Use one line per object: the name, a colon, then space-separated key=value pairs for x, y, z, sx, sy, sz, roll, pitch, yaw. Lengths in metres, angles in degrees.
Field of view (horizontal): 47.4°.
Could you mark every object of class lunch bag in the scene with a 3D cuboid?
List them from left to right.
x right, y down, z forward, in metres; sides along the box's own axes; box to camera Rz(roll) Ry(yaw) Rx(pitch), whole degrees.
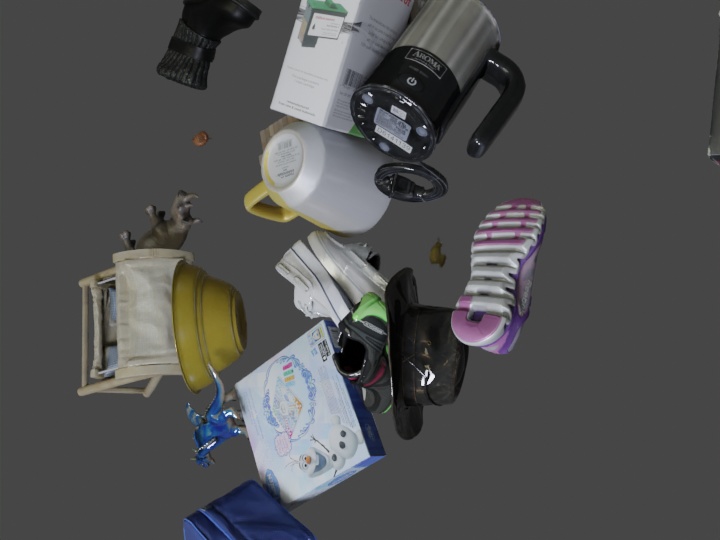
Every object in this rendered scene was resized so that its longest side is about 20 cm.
lunch bag: x=-0.156 y=0.388 z=1.094 sx=0.199 sy=0.131 sz=0.138 roll=27 pitch=128 yaw=40

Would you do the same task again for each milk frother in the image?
milk frother: x=0.087 y=-0.208 z=1.042 sx=0.189 sy=0.180 sz=0.200 roll=-55 pitch=11 yaw=-27

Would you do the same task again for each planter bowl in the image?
planter bowl: x=-0.218 y=0.080 z=1.235 sx=0.082 sy=0.201 sz=0.204 roll=-6 pitch=75 yaw=2

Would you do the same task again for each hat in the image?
hat: x=0.086 y=0.096 z=0.965 sx=0.080 sy=0.200 sz=0.204 roll=-4 pitch=79 yaw=19

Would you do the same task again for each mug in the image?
mug: x=-0.064 y=-0.118 z=1.128 sx=0.150 sy=0.152 sz=0.188 roll=46 pitch=111 yaw=34

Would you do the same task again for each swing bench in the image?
swing bench: x=-0.361 y=0.087 z=1.328 sx=0.199 sy=0.128 sz=0.202 roll=-26 pitch=64 yaw=46

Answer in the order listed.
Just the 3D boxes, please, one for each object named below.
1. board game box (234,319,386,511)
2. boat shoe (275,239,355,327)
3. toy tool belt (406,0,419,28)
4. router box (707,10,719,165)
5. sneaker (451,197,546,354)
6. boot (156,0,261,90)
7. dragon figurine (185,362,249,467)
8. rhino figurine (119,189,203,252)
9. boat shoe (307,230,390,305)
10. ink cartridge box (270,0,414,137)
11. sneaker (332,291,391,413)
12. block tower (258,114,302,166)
board game box: x=-0.077 y=0.206 z=1.149 sx=0.198 sy=0.043 sz=0.202 roll=-35 pitch=62 yaw=29
boat shoe: x=-0.059 y=0.035 z=1.132 sx=0.065 sy=0.074 sz=0.200 roll=-41 pitch=39 yaw=1
toy tool belt: x=0.034 y=-0.316 z=1.128 sx=0.123 sy=0.123 sz=0.203 roll=-5 pitch=90 yaw=23
router box: x=0.443 y=-0.179 z=0.779 sx=0.198 sy=0.062 sz=0.152 roll=4 pitch=85 yaw=40
sneaker: x=0.172 y=0.011 z=0.962 sx=0.080 sy=0.088 sz=0.202 roll=5 pitch=63 yaw=40
boot: x=-0.256 y=-0.384 z=1.380 sx=0.210 sy=0.079 sz=0.160 roll=19 pitch=87 yaw=51
dragon figurine: x=-0.222 y=0.222 z=1.203 sx=0.098 sy=0.201 sz=0.059 roll=-19 pitch=52 yaw=-6
rhino figurine: x=-0.337 y=-0.066 z=1.403 sx=0.199 sy=0.060 sz=0.088 roll=-40 pitch=69 yaw=25
boat shoe: x=0.000 y=0.000 z=1.113 sx=0.068 sy=0.072 sz=0.200 roll=-42 pitch=49 yaw=1
ink cartridge box: x=-0.017 y=-0.276 z=1.007 sx=0.083 sy=0.146 sz=0.203 roll=22 pitch=100 yaw=22
sneaker: x=0.003 y=0.111 z=1.028 sx=0.077 sy=0.083 sz=0.202 roll=40 pitch=151 yaw=38
block tower: x=-0.067 y=-0.213 z=1.212 sx=0.198 sy=0.054 sz=0.059 roll=-26 pitch=66 yaw=33
